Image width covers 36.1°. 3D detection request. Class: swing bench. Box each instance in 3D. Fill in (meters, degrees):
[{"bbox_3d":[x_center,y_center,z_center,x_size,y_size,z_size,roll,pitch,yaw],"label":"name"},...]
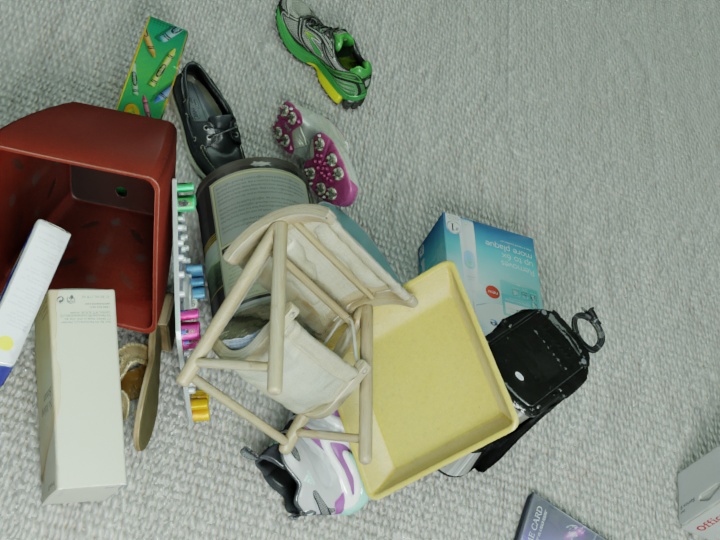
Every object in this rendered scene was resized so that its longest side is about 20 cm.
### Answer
[{"bbox_3d":[-0.057,0.066,1.139,0.199,0.128,0.203,44,55,-47],"label":"swing bench"}]

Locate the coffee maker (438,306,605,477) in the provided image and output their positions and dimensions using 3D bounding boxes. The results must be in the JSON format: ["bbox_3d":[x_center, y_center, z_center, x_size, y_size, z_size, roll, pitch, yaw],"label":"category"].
[{"bbox_3d":[0.180,0.150,1.335,0.189,0.201,0.137,-3,60,-28],"label":"coffee maker"}]

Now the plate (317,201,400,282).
[{"bbox_3d":[0.000,0.000,1.411,0.200,0.025,0.201,48,16,-19],"label":"plate"}]

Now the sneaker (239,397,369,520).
[{"bbox_3d":[-0.077,0.185,1.255,0.138,0.078,0.203,-3,59,-30],"label":"sneaker"}]

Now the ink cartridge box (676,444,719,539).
[{"bbox_3d":[0.537,0.305,1.448,0.197,0.146,0.089,20,49,-13],"label":"ink cartridge box"}]

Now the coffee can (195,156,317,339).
[{"bbox_3d":[-0.117,-0.012,1.329,0.144,0.147,0.203,4,56,-25],"label":"coffee can"}]

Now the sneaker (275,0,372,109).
[{"bbox_3d":[-0.048,-0.341,1.642,0.078,0.085,0.200,-32,75,-39],"label":"sneaker"}]

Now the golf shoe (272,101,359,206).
[{"bbox_3d":[-0.042,-0.161,1.508,0.090,0.076,0.201,2,41,-40],"label":"golf shoe"}]

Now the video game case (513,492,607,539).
[{"bbox_3d":[0.270,0.379,1.339,0.198,0.019,0.144,32,48,-2],"label":"video game case"}]

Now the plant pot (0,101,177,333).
[{"bbox_3d":[-0.295,-0.080,1.240,0.196,0.202,0.177,12,36,4],"label":"plant pot"}]

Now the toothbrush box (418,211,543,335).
[{"bbox_3d":[0.161,0.039,1.474,0.144,0.086,0.202,15,48,-17],"label":"toothbrush box"}]

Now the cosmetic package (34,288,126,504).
[{"bbox_3d":[-0.290,0.130,1.137,0.072,0.103,0.204,1,70,-24],"label":"cosmetic package"}]

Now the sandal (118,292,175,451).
[{"bbox_3d":[-0.256,0.109,1.233,0.068,0.078,0.214,6,46,1],"label":"sandal"}]

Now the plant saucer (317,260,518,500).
[{"bbox_3d":[0.066,0.124,1.227,0.048,0.198,0.203,18,46,-58],"label":"plant saucer"}]

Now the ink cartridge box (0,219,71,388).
[{"bbox_3d":[-0.357,0.076,1.090,0.046,0.197,0.203,24,60,-18],"label":"ink cartridge box"}]

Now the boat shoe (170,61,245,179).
[{"bbox_3d":[-0.196,-0.194,1.470,0.073,0.066,0.202,-7,61,-31],"label":"boat shoe"}]

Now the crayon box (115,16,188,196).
[{"bbox_3d":[-0.278,-0.208,1.403,0.057,0.119,0.202,19,51,-14],"label":"crayon box"}]

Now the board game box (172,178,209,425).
[{"bbox_3d":[-0.187,0.037,1.222,0.025,0.201,0.203,-3,57,-6],"label":"board game box"}]
